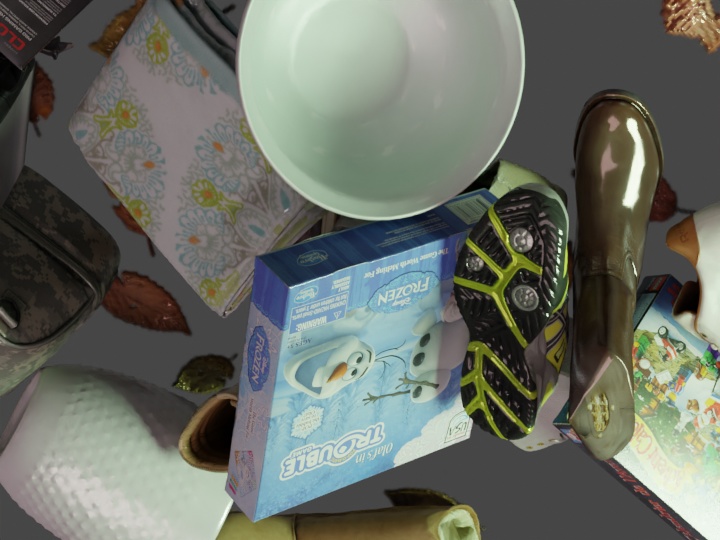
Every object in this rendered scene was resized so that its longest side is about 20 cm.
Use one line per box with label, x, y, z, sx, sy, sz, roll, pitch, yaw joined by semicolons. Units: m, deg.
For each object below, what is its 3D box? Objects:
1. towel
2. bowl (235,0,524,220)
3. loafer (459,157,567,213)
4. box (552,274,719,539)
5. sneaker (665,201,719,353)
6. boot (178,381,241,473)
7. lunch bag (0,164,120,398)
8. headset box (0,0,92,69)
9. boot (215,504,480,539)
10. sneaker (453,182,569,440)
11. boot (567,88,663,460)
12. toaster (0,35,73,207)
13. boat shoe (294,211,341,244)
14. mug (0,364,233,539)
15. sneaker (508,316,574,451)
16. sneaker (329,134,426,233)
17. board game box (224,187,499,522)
towel;-0.115;-0.085;1.271;0.200;0.048;0.171;50;129;7
bowl;0.004;-0.140;1.179;0.199;0.090;0.203;-3;101;-16
loafer;0.058;-0.023;1.298;0.199;0.076;0.068;-32;112;24
box;0.254;0.119;1.307;0.200;0.137;0.038;40;163;-16
sneaker;0.276;0.041;1.276;0.084;0.073;0.201;-18;110;18
boot;-0.033;0.091;1.355;0.199;0.155;0.073;-23;91;33
lunch bag;-0.302;0.036;1.389;0.139;0.168;0.200;40;128;-16
headset box;-0.231;-0.246;1.202;0.149;0.078;0.199;43;126;-18
boot;-0.020;0.226;1.478;0.198;0.175;0.067;-6;88;24
sneaker;0.109;0.019;1.205;0.075;0.076;0.201;22;131;19
boot;0.168;0.004;1.195;0.064;0.201;0.188;2;129;12
toaster;-0.338;-0.104;1.284;0.198;0.182;0.119;18;134;4
boat shoe;-0.041;-0.043;1.311;0.064;0.072;0.201;9;135;5
mug;-0.204;0.151;1.446;0.174;0.200;0.149;28;98;-14
sneaker;0.185;0.109;1.371;0.199;0.074;0.116;30;143;-10
sneaker;0.000;0.000;1.246;0.076;0.080;0.202;29;107;35
board game box;0.007;0.058;1.214;0.043;0.199;0.201;41;135;37
